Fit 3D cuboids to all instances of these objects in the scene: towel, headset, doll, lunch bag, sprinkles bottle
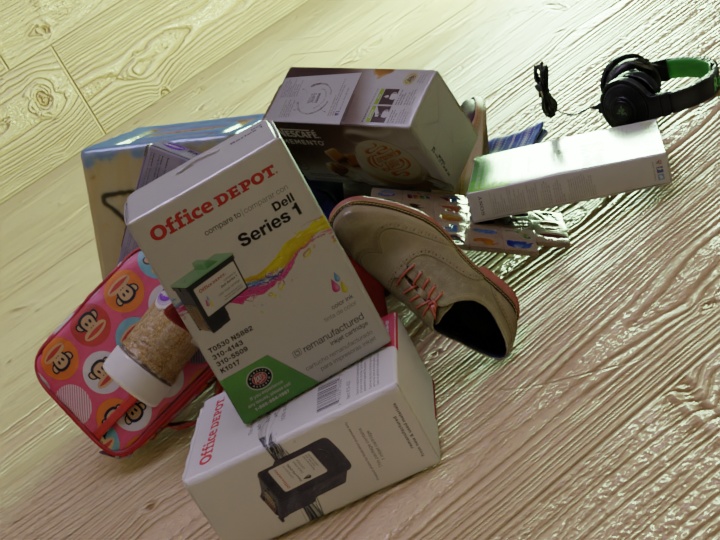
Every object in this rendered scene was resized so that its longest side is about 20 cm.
[{"bbox_3d":[0.120,-0.120,1.670,0.199,0.024,0.145,-14,26,40],"label":"towel"},{"bbox_3d":[0.296,-0.209,1.521,0.198,0.095,0.124,-12,23,16],"label":"headset"},{"bbox_3d":[-0.050,-0.081,1.588,0.049,0.136,0.201,-49,13,40],"label":"doll"},{"bbox_3d":[-0.220,0.092,1.428,0.200,0.176,0.082,-45,-6,6],"label":"lunch bag"},{"bbox_3d":[-0.168,0.036,1.348,0.201,0.068,0.068,-53,21,-4],"label":"sprinkles bottle"}]

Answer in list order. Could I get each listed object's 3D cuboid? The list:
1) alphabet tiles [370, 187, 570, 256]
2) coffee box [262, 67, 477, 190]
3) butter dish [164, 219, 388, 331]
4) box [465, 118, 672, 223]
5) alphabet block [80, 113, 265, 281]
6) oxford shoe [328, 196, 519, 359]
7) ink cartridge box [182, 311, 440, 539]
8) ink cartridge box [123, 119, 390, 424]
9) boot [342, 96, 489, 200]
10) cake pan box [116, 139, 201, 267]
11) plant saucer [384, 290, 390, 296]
[{"bbox_3d":[0.106,-0.049,1.364,0.198,0.008,0.167,5,19,1],"label":"alphabet tiles"},{"bbox_3d":[0.010,-0.155,1.483,0.198,0.115,0.080,8,61,36],"label":"coffee box"},{"bbox_3d":[-0.049,0.066,1.287,0.198,0.149,0.200,-27,-23,13],"label":"butter dish"},{"bbox_3d":[0.209,-0.102,1.388,0.198,0.037,0.144,-10,18,12],"label":"box"},{"bbox_3d":[-0.192,-0.065,1.596,0.193,0.202,0.196,-4,13,15],"label":"alphabet block"},{"bbox_3d":[0.059,0.006,1.189,0.071,0.199,0.075,-54,13,26],"label":"oxford shoe"},{"bbox_3d":[-0.039,0.136,1.165,0.199,0.085,0.145,-26,19,11],"label":"ink cartridge box"},{"bbox_3d":[-0.086,0.000,1.137,0.144,0.201,0.084,-29,18,-1],"label":"ink cartridge box"},{"bbox_3d":[0.066,-0.141,1.608,0.164,0.073,0.201,-1,37,10],"label":"boot"},{"bbox_3d":[-0.164,-0.017,1.474,0.183,0.202,0.052,19,17,10],"label":"cake pan box"},{"bbox_3d":[0.000,0.000,1.534,0.199,0.032,0.201,-28,19,11],"label":"plant saucer"}]
